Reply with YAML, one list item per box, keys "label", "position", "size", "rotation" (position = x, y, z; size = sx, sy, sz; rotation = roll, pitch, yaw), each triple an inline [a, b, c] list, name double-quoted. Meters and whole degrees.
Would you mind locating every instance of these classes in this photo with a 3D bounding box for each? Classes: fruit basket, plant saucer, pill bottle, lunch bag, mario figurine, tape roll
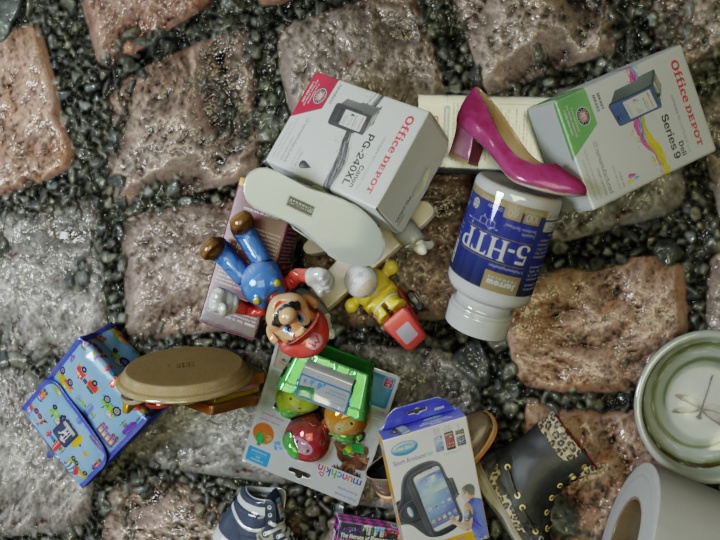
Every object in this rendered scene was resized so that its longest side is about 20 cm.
- label: "fruit basket"
  position: [-0.059, 0.210, 1.148]
  size: [0.182, 0.094, 0.204]
  rotation: [20, 96, 5]
- label: "plant saucer"
  position: [0.464, 0.180, 1.111]
  size: [0.195, 0.050, 0.206]
  rotation: [0, 92, 6]
- label: "pill bottle"
  position: [0.182, -0.017, 1.093]
  size: [0.117, 0.120, 0.204]
  rotation: [16, 108, 6]
- label: "lunch bag"
  position: [-0.394, 0.204, 1.198]
  size: [0.200, 0.094, 0.151]
  rotation: [-43, 87, 18]
- label: "mario figurine"
  position: [-0.113, 0.023, 1.031]
  size: [0.201, 0.106, 0.123]
  rotation: [49, 126, 5]
- label: "tape roll"
  position: [0.398, 0.366, 1.046]
  size: [0.136, 0.203, 0.207]
  rotation: [21, 93, 5]

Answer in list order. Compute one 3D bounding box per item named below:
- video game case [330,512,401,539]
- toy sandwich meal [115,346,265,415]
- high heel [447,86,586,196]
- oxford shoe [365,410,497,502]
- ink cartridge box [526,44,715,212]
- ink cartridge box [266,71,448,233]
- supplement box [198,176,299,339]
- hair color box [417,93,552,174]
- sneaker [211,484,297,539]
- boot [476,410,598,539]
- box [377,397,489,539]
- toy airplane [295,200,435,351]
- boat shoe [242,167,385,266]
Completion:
- label: "video game case"
  position: [0.042, 0.443, 1.141]
  size: [0.195, 0.036, 0.186]
  rotation: [12, 93, -13]
- label: "toy sandwich meal"
  position: [-0.232, 0.160, 1.117]
  size: [0.200, 0.205, 0.072]
  rotation: [1, 103, 6]
- label: "high heel"
  position: [0.206, -0.161, 1.043]
  size: [0.198, 0.067, 0.098]
  rotation: [28, 105, 35]
- label: "oxford shoe"
  position: [0.097, 0.250, 1.129]
  size: [0.198, 0.073, 0.072]
  rotation: [-34, 49, 5]
- label: "ink cartridge box"
  position: [0.337, -0.182, 1.066]
  size: [0.197, 0.087, 0.148]
  rotation: [-24, 98, -13]
- label: "ink cartridge box"
  position: [-0.004, -0.158, 1.090]
  size: [0.198, 0.083, 0.147]
  rotation: [25, 81, 32]
- label: "supplement box"
  position: [-0.145, -0.017, 1.143]
  size: [0.084, 0.110, 0.204]
  rotation: [17, 93, 5]
- label: "hair color box"
  position: [0.174, -0.184, 1.130]
  size: [0.195, 0.061, 0.102]
  rotation: [3, 91, 5]
- label: "sneaker"
  position: [-0.107, 0.384, 1.167]
  size: [0.197, 0.070, 0.110]
  rotation: [29, 96, 8]
- label: "boot"
  position: [0.260, 0.308, 1.125]
  size: [0.150, 0.073, 0.202]
  rotation: [-38, 80, 8]
- label: "box"
  position: [0.095, 0.273, 1.090]
  size: [0.116, 0.041, 0.205]
  rotation: [-14, 104, -7]
- label: "toy airplane"
  position: [0.000, 0.000, 1.112]
  size: [0.194, 0.141, 0.205]
  rotation: [6, 92, 7]
- label: "boat shoe"
  position: [-0.055, -0.073, 1.051]
  size: [0.197, 0.064, 0.072]
  rotation: [31, 97, -1]
